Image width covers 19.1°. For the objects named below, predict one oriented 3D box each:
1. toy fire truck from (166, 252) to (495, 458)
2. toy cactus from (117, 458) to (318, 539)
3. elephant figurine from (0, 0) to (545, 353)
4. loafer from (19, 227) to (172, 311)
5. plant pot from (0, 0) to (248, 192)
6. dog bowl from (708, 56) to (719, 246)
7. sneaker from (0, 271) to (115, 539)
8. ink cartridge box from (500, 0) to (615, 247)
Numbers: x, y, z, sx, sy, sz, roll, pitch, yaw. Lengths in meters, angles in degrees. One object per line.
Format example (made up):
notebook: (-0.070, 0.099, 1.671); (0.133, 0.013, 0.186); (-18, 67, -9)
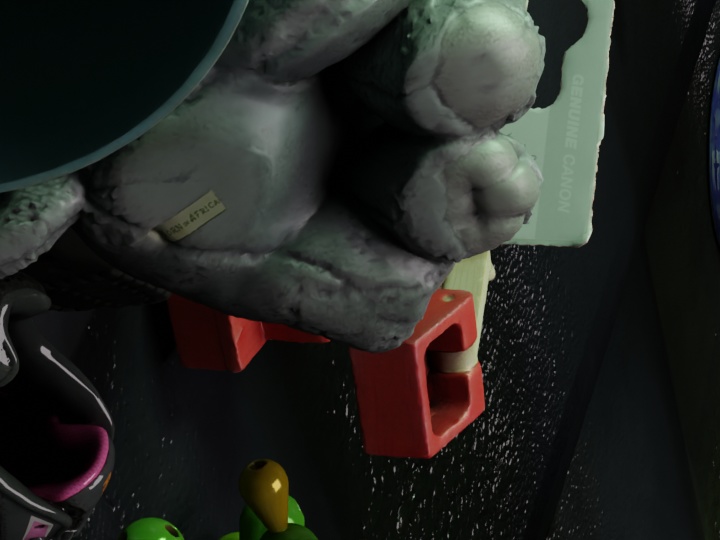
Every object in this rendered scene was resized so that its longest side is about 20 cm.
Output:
toy fire truck: (0.000, 0.000, 0.850); (0.200, 0.141, 0.049); (-51, 138, -55)
toy cactus: (-0.047, 0.169, 0.838); (0.200, 0.102, 0.166); (62, 46, -64)
elephant figurine: (-0.024, -0.070, 0.640); (0.142, 0.155, 0.200); (-55, -156, 20)
loafer: (-0.119, -0.040, 0.670); (0.200, 0.073, 0.072); (42, 44, -68)
plant pot: (-0.111, -0.145, 0.516); (0.161, 0.200, 0.201); (-82, 160, -45)
dog bowl: (0.347, -0.102, 1.761); (0.200, 0.079, 0.201); (3, 90, -68)
sneaker: (-0.113, 0.068, 0.644); (0.200, 0.086, 0.081); (75, 28, -51)
ink cartridge box: (-0.001, -0.082, 0.765); (0.050, 0.199, 0.162); (35, 60, -66)
